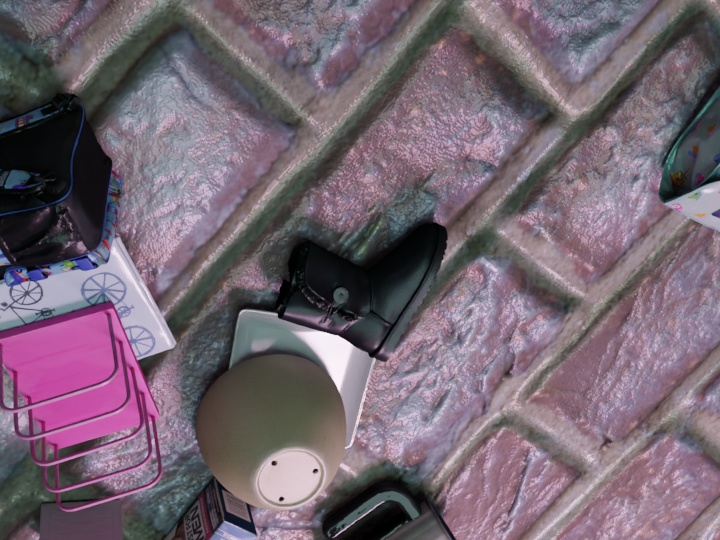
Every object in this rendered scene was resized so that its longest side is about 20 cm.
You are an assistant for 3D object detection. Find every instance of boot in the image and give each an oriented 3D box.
[{"bbox_3d":[0.000,0.000,1.197,0.168,0.076,0.200,27,92,-18],"label":"boot"}]

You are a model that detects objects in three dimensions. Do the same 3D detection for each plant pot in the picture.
[{"bbox_3d":[-0.102,0.226,1.205,0.200,0.134,0.200,-7,115,-15],"label":"plant pot"}]

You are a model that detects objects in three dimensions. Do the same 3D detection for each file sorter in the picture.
[{"bbox_3d":[-0.319,0.164,1.089,0.139,0.125,0.200,-16,132,-7],"label":"file sorter"}]

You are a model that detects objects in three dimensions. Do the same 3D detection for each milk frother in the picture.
[{"bbox_3d":[0.047,0.422,1.336,0.188,0.200,0.181,-33,115,-1],"label":"milk frother"}]

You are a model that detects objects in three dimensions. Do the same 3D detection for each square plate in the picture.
[{"bbox_3d":[-0.085,0.145,1.265,0.200,0.028,0.198,7,112,-20],"label":"square plate"}]

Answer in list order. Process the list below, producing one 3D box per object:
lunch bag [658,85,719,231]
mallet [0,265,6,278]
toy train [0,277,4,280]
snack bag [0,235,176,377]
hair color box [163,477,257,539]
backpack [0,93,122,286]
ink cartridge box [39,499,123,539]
[{"bbox_3d":[0.519,-0.141,1.274,0.170,0.122,0.200,19,115,-26],"label":"lunch bag"},{"bbox_3d":[-0.348,0.017,1.092,0.066,0.041,0.200,-43,135,6],"label":"mallet"},{"bbox_3d":[-0.397,0.047,1.120,0.046,0.034,0.200,-17,117,-7],"label":"toy train"},{"bbox_3d":[-0.338,0.061,1.096,0.200,0.021,0.189,-21,133,-2],"label":"snack bag"},{"bbox_3d":[-0.230,0.394,1.292,0.061,0.100,0.200,34,100,-26],"label":"hair color box"},{"bbox_3d":[-0.372,-0.073,0.997,0.200,0.183,0.135,-14,135,4],"label":"backpack"},{"bbox_3d":[-0.351,0.373,1.187,0.104,0.200,0.059,2,113,-17],"label":"ink cartridge box"}]
